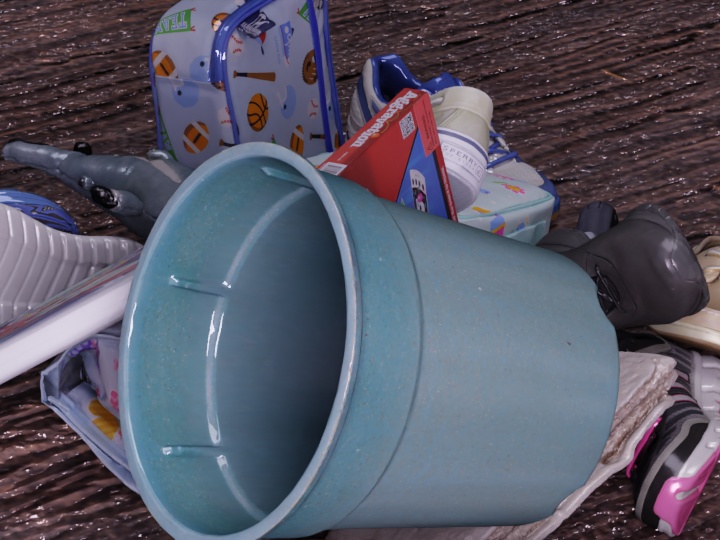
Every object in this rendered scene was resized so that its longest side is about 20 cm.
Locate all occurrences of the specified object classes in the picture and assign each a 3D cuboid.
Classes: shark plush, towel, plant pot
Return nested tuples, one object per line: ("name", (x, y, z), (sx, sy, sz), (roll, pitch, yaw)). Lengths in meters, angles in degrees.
("shark plush", (-0.144, -0.056, 1.644), (0.200, 0.091, 0.083), (35, 20, 17))
("towel", (0.082, 0.110, 1.418), (0.200, 0.034, 0.133), (-39, 22, -29))
("plant pot", (0.013, 0.048, 1.270), (0.196, 0.200, 0.200), (9, 20, -36))

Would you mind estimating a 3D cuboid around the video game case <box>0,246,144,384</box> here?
("video game case", (-0.181, 0.031, 1.471), (0.200, 0.023, 0.182), (-28, 6, 0))

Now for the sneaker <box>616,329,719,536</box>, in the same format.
("sneaker", (0.167, 0.090, 1.490), (0.087, 0.074, 0.200), (24, 23, -1))

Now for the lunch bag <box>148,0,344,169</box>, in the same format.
("lunch bag", (-0.070, -0.112, 1.731), (0.076, 0.200, 0.160), (9, 28, 29))

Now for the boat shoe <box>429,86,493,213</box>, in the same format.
("boat shoe", (0.022, -0.056, 1.514), (0.200, 0.072, 0.062), (-19, 40, 56))

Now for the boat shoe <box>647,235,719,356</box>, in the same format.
("boat shoe", (0.228, 0.014, 1.604), (0.072, 0.065, 0.200), (21, 9, 5))

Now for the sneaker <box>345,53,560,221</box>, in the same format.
("sneaker", (0.064, -0.095, 1.835), (0.200, 0.088, 0.075), (27, 34, 35))

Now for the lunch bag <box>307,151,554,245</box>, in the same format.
("lunch bag", (0.038, -0.026, 1.673), (0.160, 0.077, 0.200), (17, 15, 22))

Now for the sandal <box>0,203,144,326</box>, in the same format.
("sandal", (-0.217, 0.004, 1.600), (0.050, 0.083, 0.203), (8, -5, 45))

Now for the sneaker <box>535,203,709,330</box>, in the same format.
("sneaker", (0.136, 0.016, 1.508), (0.091, 0.076, 0.200), (-31, 4, -24))

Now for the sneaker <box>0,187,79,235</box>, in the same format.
("sneaker", (-0.272, 0.008, 1.632), (0.200, 0.075, 0.078), (-21, 44, -24))

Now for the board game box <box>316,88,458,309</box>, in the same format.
("board game box", (0.024, 0.010, 1.401), (0.019, 0.200, 0.103), (13, 42, 36))

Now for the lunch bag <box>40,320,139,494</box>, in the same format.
("lunch bag", (-0.064, 0.059, 1.482), (0.200, 0.127, 0.170), (12, 29, 34))

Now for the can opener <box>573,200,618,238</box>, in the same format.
("can opener", (0.156, 0.015, 1.657), (0.079, 0.063, 0.200), (-16, 23, 24))
